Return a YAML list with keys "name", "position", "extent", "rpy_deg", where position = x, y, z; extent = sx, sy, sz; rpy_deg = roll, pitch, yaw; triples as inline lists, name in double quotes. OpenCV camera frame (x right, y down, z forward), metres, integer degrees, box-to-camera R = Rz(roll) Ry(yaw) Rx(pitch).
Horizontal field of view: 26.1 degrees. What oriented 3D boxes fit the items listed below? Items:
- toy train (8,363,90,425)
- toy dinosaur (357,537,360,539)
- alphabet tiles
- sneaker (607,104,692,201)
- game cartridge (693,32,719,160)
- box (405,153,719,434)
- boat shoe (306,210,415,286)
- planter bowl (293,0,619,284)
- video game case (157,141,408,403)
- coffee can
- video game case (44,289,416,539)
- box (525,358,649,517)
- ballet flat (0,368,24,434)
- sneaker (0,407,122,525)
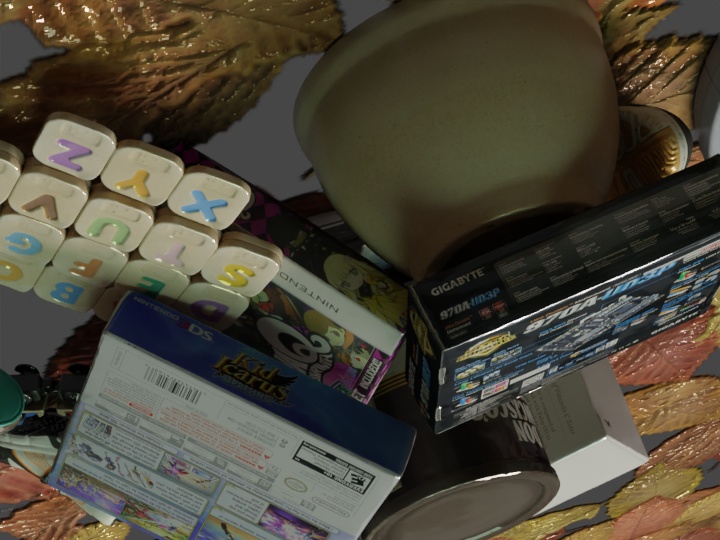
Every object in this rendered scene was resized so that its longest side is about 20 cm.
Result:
- name: "toy train"
  position: [-0.191, 0.089, 1.112]
  extent: [0.200, 0.034, 0.046]
  rpy_deg: [-1, 143, 6]
- name: "toy dinosaur"
  position: [-0.038, 0.178, 1.130]
  extent: [0.077, 0.200, 0.102]
  rpy_deg: [-59, -177, 6]
- name: "alphabet tiles"
  position: [-0.151, -0.020, 0.910]
  extent: [0.200, 0.015, 0.196]
  rpy_deg: [21, 147, -18]
- name: "sneaker"
  position: [0.186, -0.073, 1.060]
  extent: [0.088, 0.076, 0.200]
  rpy_deg: [-23, 173, -18]
- name: "game cartridge"
  position: [0.301, -0.122, 1.085]
  extent: [0.133, 0.042, 0.200]
  rpy_deg: [-23, 154, 0]
- name: "box"
  position: [0.125, 0.018, 0.919]
  extent: [0.200, 0.046, 0.159]
  rpy_deg: [-23, 159, -8]
- name: "boat shoe"
  position: [0.000, 0.000, 1.061]
  extent: [0.200, 0.066, 0.070]
  rpy_deg: [-19, 126, -1]
- name: "planter bowl"
  position: [0.073, -0.062, 0.941]
  extent: [0.200, 0.135, 0.200]
  rpy_deg: [-15, 154, -8]
- name: "video game case"
  position: [-0.066, 0.030, 1.004]
  extent: [0.036, 0.181, 0.200]
  rpy_deg: [-53, 174, -35]
- name: "coffee can"
  position: [0.043, 0.091, 1.136]
  extent: [0.146, 0.200, 0.146]
  rpy_deg: [-15, 154, -8]
- name: "video game case"
  position: [-0.088, 0.120, 0.999]
  extent: [0.200, 0.045, 0.181]
  rpy_deg: [27, 136, -3]
- name: "box"
  position: [0.113, 0.125, 1.300]
  extent: [0.200, 0.152, 0.106]
  rpy_deg: [-28, 151, 19]
- name: "ballet flat"
  position: [-0.325, 0.076, 1.032]
  extent: [0.200, 0.068, 0.068]
  rpy_deg: [19, 146, -36]
- name: "sneaker"
  position: [-0.204, 0.148, 1.141]
  extent: [0.200, 0.080, 0.074]
  rpy_deg: [5, -164, 38]
